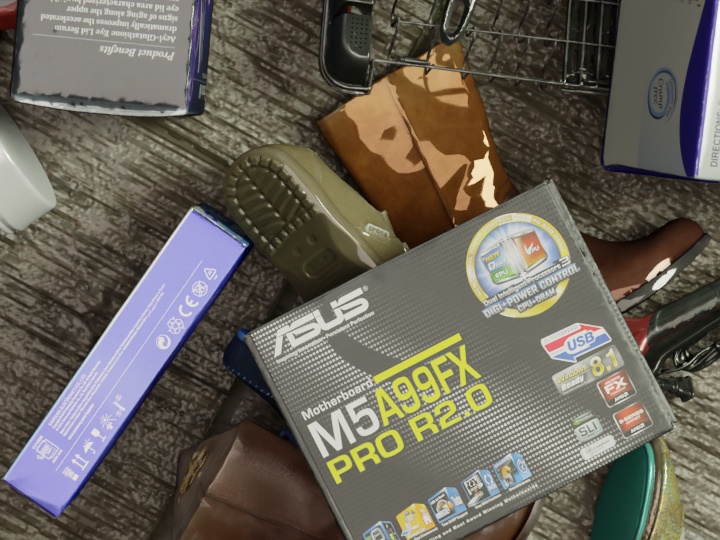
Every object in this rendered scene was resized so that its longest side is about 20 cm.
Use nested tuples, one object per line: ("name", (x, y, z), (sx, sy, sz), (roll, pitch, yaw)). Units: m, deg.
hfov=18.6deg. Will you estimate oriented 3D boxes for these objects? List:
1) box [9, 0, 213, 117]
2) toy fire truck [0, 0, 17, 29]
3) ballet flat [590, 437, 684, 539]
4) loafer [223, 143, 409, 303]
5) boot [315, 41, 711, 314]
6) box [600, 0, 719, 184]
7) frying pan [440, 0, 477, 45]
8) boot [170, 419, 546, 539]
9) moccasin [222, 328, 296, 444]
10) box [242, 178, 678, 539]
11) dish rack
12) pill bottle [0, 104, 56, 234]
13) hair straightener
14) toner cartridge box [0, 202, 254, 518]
("box", (-0.139, -0.192, 1.298), (0.104, 0.148, 0.201), (5, 95, -1))
("toy fire truck", (-0.298, -0.202, 1.325), (0.199, 0.112, 0.168), (-5, 76, 0))
("ballet flat", (0.170, 0.200, 1.372), (0.071, 0.071, 0.200), (17, 93, -1))
("loafer", (0.000, 0.000, 1.325), (0.076, 0.067, 0.200), (-27, 103, 34))
("boot", (0.096, -0.052, 1.362), (0.188, 0.068, 0.200), (-26, 86, 10))
("box", (0.258, -0.138, 1.286), (0.200, 0.105, 0.184), (4, 94, -27))
("frying pan", (0.098, -0.228, 1.299), (0.115, 0.031, 0.191), (-3, 88, -3))
("boot", (0.000, 0.120, 1.298), (0.200, 0.064, 0.187), (26, 101, -9))
("moccasin", (-0.006, 0.112, 1.353), (0.200, 0.080, 0.068), (34, 98, -1))
("box", (0.056, 0.064, 1.255), (0.200, 0.044, 0.160), (-26, 86, -4))
("dish rack", (0.080, -0.177, 1.331), (0.199, 0.055, 0.154), (6, 79, -5))
("pill bottle", (-0.293, -0.026, 1.326), (0.200, 0.114, 0.114), (-32, 93, 2))
("hair straightener", (0.194, 0.045, 1.365), (0.200, 0.041, 0.077), (-33, 137, 6))
("toner cartridge box", (-0.139, 0.052, 1.341), (0.043, 0.095, 0.200), (35, 93, -2))
